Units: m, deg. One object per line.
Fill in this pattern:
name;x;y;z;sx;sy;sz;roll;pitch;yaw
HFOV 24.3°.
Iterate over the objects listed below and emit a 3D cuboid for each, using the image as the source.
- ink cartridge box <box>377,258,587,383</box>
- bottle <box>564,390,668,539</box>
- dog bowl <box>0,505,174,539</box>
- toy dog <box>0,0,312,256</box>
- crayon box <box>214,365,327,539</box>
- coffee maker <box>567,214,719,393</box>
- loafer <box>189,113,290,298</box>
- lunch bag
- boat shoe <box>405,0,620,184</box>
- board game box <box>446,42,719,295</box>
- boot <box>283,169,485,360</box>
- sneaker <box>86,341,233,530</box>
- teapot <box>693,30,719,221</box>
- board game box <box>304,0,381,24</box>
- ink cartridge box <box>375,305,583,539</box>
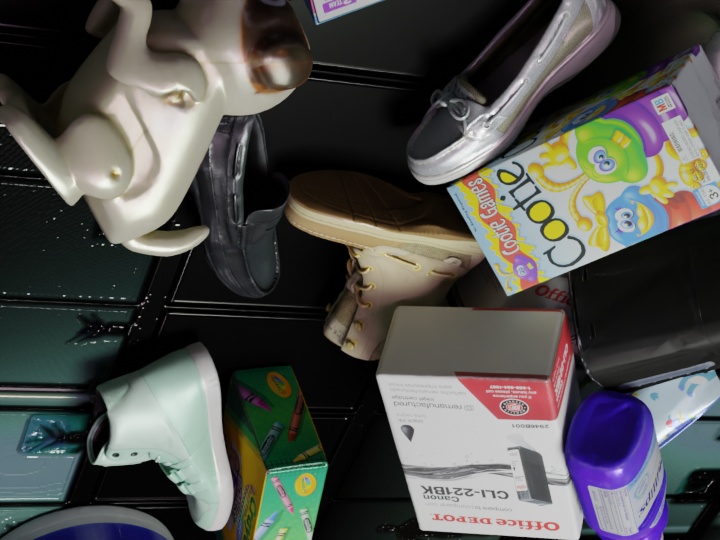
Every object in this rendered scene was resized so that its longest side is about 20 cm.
ink cartridge box;0.135;0.054;1.487;0.145;0.084;0.200;15;125;-35
bottle;0.218;0.180;1.391;0.065;0.084;0.200;11;149;25
dog bowl;-0.262;0.314;1.572;0.200;0.079;0.200;-13;137;-12
toy dog;-0.126;-0.120;1.141;0.200;0.140;0.194;-38;106;0
crayon box;-0.086;0.197;1.505;0.058;0.119;0.200;-5;134;-20
coffee maker;0.267;0.010;1.320;0.200;0.135;0.192;-15;132;24
loafer;-0.088;-0.051;1.282;0.070;0.068;0.201;7;139;19
lunch bag;0.266;0.097;1.522;0.161;0.200;0.082;-39;92;14
boat shoe;0.107;-0.149;1.283;0.202;0.074;0.065;-40;130;12
board game box;0.187;-0.076;1.293;0.200;0.103;0.105;-24;102;31
boot;0.000;0.000;1.384;0.200;0.073;0.156;8;130;-35
sneaker;-0.178;0.158;1.455;0.118;0.074;0.201;-17;128;-17
teapot;0.348;-0.099;1.394;0.197;0.146;0.200;9;158;-6
board game box;0.015;-0.276;1.131;0.153;0.040;0.200;-20;138;-5
ink cartridge box;0.107;0.129;1.392;0.144;0.084;0.200;1;134;18
